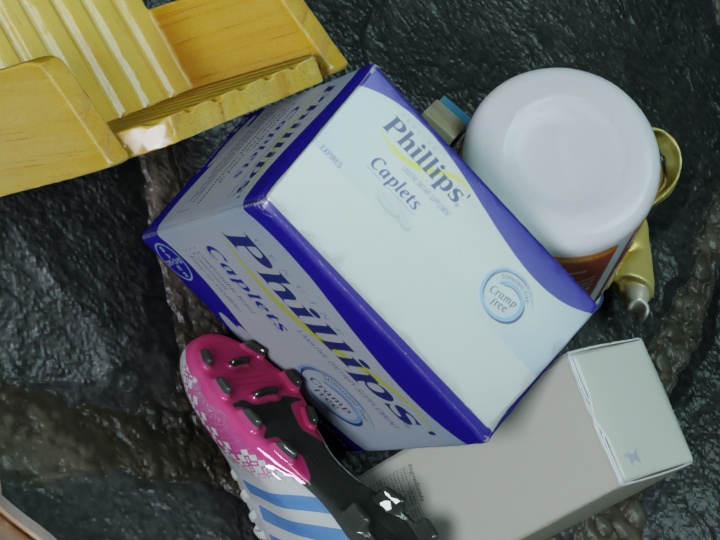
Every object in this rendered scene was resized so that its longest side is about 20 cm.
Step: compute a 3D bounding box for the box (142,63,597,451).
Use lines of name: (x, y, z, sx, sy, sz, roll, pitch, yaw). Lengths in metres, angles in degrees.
box: (0.000, 0.000, 1.492, 0.184, 0.200, 0.105, 46, 70, -12)

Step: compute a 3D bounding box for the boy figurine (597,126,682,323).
boy figurine: (0.152, -0.022, 1.752, 0.124, 0.064, 0.200, 49, 48, -5)

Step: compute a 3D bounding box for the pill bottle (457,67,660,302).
pill bottle: (0.100, -0.029, 1.563, 0.112, 0.200, 0.113, 2, 69, -6)

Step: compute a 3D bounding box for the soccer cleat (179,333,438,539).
soccer cleat: (-0.043, 0.124, 1.500, 0.200, 0.086, 0.070, 46, 34, 22)

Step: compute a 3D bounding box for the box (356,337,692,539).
box: (0.086, 0.114, 1.517, 0.068, 0.200, 0.082, -10, 74, -45)

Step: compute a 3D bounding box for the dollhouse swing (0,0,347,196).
dollhouse swing: (-0.149, -0.153, 1.493, 0.200, 0.181, 0.176, -25, 100, -46)

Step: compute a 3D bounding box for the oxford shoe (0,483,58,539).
oxford shoe: (-0.185, 0.153, 1.368, 0.200, 0.071, 0.071, 46, 73, -12)

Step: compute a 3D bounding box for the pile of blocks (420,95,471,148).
pile of blocks: (0.017, -0.075, 1.581, 0.062, 0.200, 0.082, 41, 71, 1)
